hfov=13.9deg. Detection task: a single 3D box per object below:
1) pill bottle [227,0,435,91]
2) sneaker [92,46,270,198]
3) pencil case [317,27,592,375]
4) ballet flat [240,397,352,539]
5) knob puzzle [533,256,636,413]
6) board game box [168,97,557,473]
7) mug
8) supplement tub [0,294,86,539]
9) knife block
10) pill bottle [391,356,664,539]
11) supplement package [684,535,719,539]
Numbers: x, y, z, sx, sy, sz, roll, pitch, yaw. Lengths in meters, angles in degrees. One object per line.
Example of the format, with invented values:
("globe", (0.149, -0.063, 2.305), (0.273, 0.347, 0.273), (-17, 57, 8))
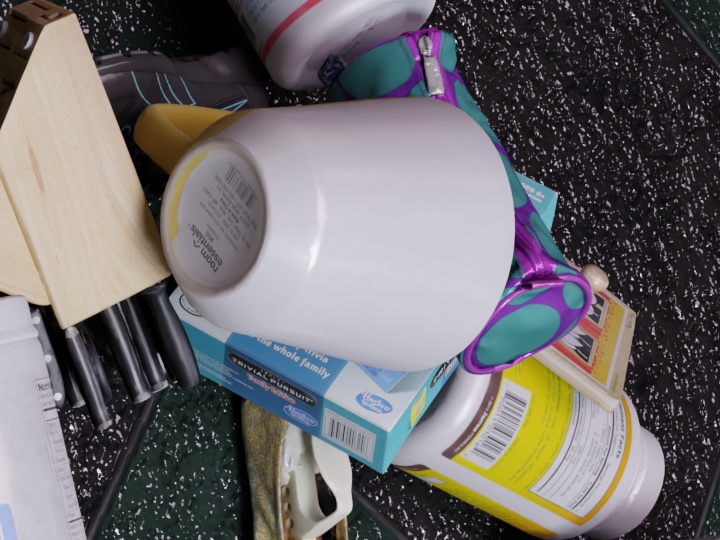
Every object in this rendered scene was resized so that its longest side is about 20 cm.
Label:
("pill bottle", (-0.048, -0.213, 1.706), (0.108, 0.109, 0.201), (-14, 69, -48))
("sneaker", (-0.118, -0.082, 1.653), (0.199, 0.075, 0.080), (-7, 87, -47))
("pencil case", (0.053, -0.042, 1.645), (0.085, 0.093, 0.201), (-12, 58, -27))
("ballet flat", (-0.028, 0.155, 1.694), (0.071, 0.070, 0.201), (0, 80, -47))
("knob puzzle", (0.090, -0.011, 1.811), (0.219, 0.030, 0.220), (33, 20, -14))
("board game box", (0.000, 0.000, 1.695), (0.151, 0.047, 0.200), (27, 56, 14))
("mug", (-0.036, -0.022, 1.564), (0.153, 0.186, 0.150), (3, 84, -47))
("supplement tub", (-0.205, 0.123, 1.465), (0.132, 0.132, 0.201), (-14, 90, -48))
("knife block", (-0.138, -0.023, 1.570), (0.175, 0.064, 0.201), (21, 93, -28))
("pill bottle", (0.096, 0.097, 1.810), (0.200, 0.109, 0.110), (30, 60, -39))
("supplement package", (0.171, 0.272, 1.810), (0.111, 0.155, 0.201), (-4, 83, -47))
